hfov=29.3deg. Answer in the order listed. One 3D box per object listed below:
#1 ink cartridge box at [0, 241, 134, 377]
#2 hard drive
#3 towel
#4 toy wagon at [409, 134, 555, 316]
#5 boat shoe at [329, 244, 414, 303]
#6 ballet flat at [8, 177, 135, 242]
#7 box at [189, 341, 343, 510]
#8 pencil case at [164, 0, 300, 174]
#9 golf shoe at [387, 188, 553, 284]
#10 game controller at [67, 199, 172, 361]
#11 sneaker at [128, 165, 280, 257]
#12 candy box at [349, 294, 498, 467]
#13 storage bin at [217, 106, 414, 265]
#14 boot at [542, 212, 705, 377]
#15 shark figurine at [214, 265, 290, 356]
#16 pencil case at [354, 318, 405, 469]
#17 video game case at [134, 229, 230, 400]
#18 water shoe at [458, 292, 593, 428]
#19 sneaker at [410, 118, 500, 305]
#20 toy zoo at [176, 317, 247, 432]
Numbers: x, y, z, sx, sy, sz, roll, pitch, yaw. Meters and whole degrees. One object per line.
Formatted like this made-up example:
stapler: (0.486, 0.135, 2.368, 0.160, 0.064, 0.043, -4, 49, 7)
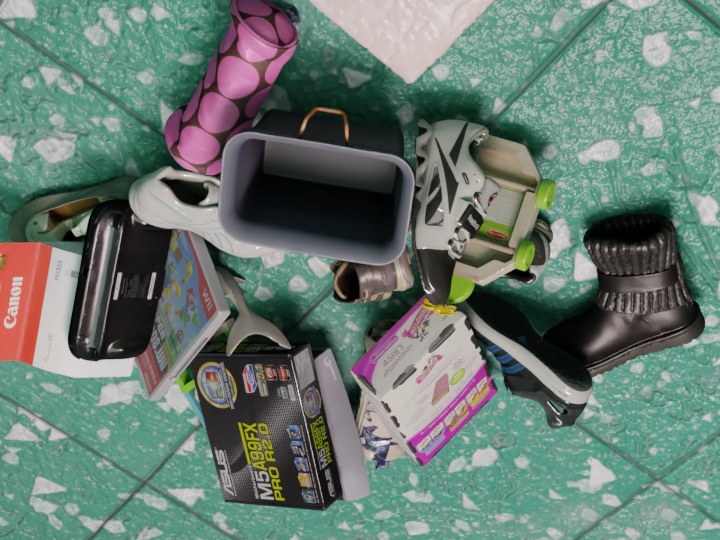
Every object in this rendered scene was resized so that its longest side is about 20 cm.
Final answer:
ink cartridge box: (-0.351, 0.047, 1.607, 0.198, 0.047, 0.161, 0, 117, -33)
hard drive: (-0.067, 0.194, 1.714, 0.134, 0.042, 0.202, -2, 110, 39)
towel: (0.045, -0.312, 1.382, 0.190, 0.032, 0.200, 37, 123, -16)
toy wagon: (0.117, -0.047, 1.483, 0.154, 0.040, 0.202, 18, 88, 22)
boat shoe: (0.000, 0.000, 1.541, 0.073, 0.200, 0.075, -12, 84, -14)
ballet flat: (-0.342, -0.058, 1.618, 0.198, 0.064, 0.068, -17, 119, 21)
box: (-0.115, 0.186, 1.659, 0.159, 0.044, 0.202, -1, 108, 34)
pencil case: (-0.141, -0.200, 1.467, 0.090, 0.094, 0.200, -6, 143, -45)
golf shoe: (0.116, -0.040, 1.533, 0.198, 0.095, 0.078, 13, 129, 2)
game controller: (-0.276, 0.014, 1.587, 0.104, 0.042, 0.202, -5, 118, -41)
sneaker: (-0.157, -0.066, 1.543, 0.199, 0.071, 0.080, 14, 160, -23)
candy box: (0.077, 0.128, 1.597, 0.136, 0.061, 0.200, -44, 148, -11)
storage bin: (-0.039, -0.110, 1.457, 0.198, 0.135, 0.147, 9, 118, 2)
boot: (0.275, 0.027, 1.563, 0.209, 0.080, 0.158, -21, 123, 18)
shark figurine: (-0.162, 0.026, 1.630, 0.213, 0.089, 0.130, 9, 95, 48)
pencil case: (0.030, 0.149, 1.691, 0.078, 0.089, 0.201, 36, 136, 30)
video game case: (-0.225, 0.043, 1.623, 0.017, 0.144, 0.200, -2, 147, -38)
water shoe: (0.176, 0.104, 1.583, 0.200, 0.071, 0.079, 42, 128, 34)
sneaker: (0.100, -0.064, 1.429, 0.088, 0.202, 0.074, -1, 167, 15)
toy zoo: (-0.151, 0.173, 1.720, 0.131, 0.020, 0.201, -33, 89, 38)
